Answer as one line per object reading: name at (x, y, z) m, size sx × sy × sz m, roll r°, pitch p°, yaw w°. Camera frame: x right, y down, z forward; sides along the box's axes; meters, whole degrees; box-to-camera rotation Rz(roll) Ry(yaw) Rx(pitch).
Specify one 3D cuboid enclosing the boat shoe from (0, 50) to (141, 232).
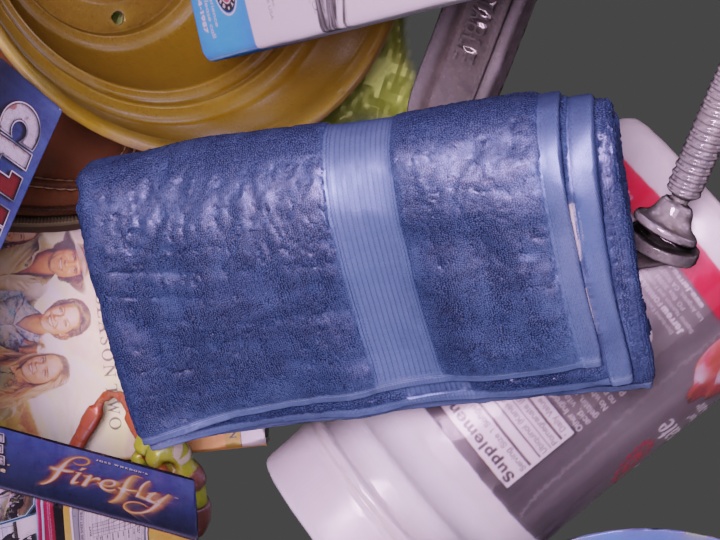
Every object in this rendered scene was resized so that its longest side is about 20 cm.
boat shoe at (-0.175, -0.072, 0.834) m, size 0.199 × 0.068 × 0.072 m, roll 17°, pitch 68°, yaw 8°

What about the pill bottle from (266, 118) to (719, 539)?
pill bottle at (0.063, 0.043, 0.847) m, size 0.200 × 0.111 × 0.111 m, roll -39°, pitch 93°, yaw 3°

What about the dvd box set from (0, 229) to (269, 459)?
dvd box set at (-0.142, 0.010, 0.883) m, size 0.199 × 0.029 × 0.147 m, roll -5°, pitch 94°, yaw 1°

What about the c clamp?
c clamp at (0.109, -0.078, 0.752) m, size 0.170 × 0.027 × 0.201 m, roll 29°, pitch 114°, yaw 5°

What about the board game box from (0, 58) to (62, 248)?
board game box at (-0.206, -0.003, 0.767) m, size 0.035 × 0.199 × 0.136 m, roll 40°, pitch 61°, yaw -40°

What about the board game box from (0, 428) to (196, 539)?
board game box at (-0.160, 0.145, 0.811) m, size 0.135 × 0.035 × 0.201 m, roll 17°, pitch 121°, yaw -18°

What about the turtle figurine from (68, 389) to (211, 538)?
turtle figurine at (-0.052, 0.153, 0.854) m, size 0.161 × 0.064 × 0.201 m, roll 17°, pitch 111°, yaw 42°

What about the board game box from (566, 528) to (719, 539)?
board game box at (0.114, 0.191, 0.892) m, size 0.157 × 0.039 × 0.201 m, roll -22°, pitch 106°, yaw 5°

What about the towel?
towel at (0.000, 0.000, 0.765) m, size 0.199 × 0.049 × 0.112 m, roll -7°, pitch 114°, yaw 16°

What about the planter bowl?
planter bowl at (-0.084, -0.140, 0.829) m, size 0.199 × 0.083 × 0.202 m, roll 1°, pitch 88°, yaw -33°

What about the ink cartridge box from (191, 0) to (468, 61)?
ink cartridge box at (0.010, -0.143, 0.722) m, size 0.066 × 0.200 × 0.117 m, roll -15°, pitch 97°, yaw -33°
